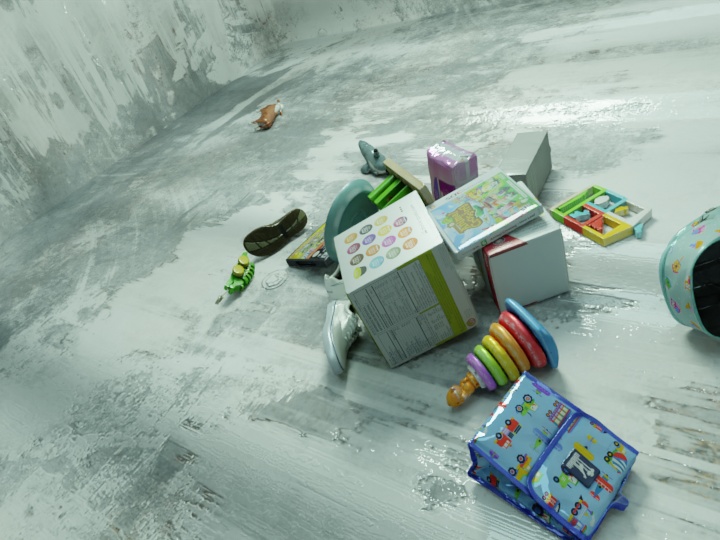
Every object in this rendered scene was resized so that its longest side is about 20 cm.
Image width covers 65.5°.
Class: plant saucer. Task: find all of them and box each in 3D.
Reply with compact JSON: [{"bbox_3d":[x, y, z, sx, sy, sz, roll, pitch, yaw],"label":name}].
[{"bbox_3d":[-0.012,-0.112,1.326,0.027,0.204,0.200,23,53,31],"label":"plant saucer"}]

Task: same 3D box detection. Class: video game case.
[{"bbox_3d":[-0.077,-0.079,1.437,0.178,0.026,0.200,2,40,50],"label":"video game case"},{"bbox_3d":[0.230,-0.117,1.086,0.178,0.022,0.202,-29,32,4],"label":"video game case"}]

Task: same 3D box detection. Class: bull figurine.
[{"bbox_3d":[-0.405,-0.670,2.425,0.118,0.066,0.202,-13,33,21],"label":"bull figurine"}]

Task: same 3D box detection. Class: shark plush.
[{"bbox_3d":[0.046,-0.329,1.683,0.089,0.085,0.201,-24,34,-3],"label":"shark plush"}]

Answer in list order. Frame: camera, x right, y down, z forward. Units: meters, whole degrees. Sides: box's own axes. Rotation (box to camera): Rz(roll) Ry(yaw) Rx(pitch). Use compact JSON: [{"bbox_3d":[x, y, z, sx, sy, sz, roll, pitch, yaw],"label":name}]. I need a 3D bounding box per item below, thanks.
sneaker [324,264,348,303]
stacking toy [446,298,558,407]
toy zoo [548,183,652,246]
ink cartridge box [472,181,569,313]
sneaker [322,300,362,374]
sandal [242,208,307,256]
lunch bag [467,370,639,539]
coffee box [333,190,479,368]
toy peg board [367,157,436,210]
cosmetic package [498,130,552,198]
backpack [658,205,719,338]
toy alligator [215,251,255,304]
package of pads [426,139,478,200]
[{"bbox_3d":[0.000,0.000,1.263,0.199,0.089,0.073,-40,36,-26],"label":"sneaker"},{"bbox_3d":[0.219,0.157,0.932,0.199,0.117,0.110,-40,40,0],"label":"stacking toy"},{"bbox_3d":[0.512,-0.116,1.181,0.129,0.021,0.200,-29,34,-8],"label":"toy zoo"},{"bbox_3d":[0.299,-0.049,1.103,0.141,0.147,0.202,-20,33,5],"label":"ink cartridge box"},{"bbox_3d":[-0.034,0.121,1.130,0.069,0.074,0.203,-18,34,11],"label":"sneaker"},{"bbox_3d":[-0.237,-0.107,1.557,0.198,0.083,0.054,-38,20,-19],"label":"sandal"},{"bbox_3d":[0.267,0.265,0.769,0.197,0.096,0.150,29,57,35],"label":"lunch bag"},{"bbox_3d":[0.082,0.016,1.073,0.194,0.203,0.202,-27,33,7],"label":"coffee box"},{"bbox_3d":[0.115,-0.126,1.285,0.097,0.200,0.201,-39,35,1],"label":"toy peg board"},{"bbox_3d":[0.392,-0.238,1.340,0.088,0.109,0.201,2,39,32],"label":"cosmetic package"},{"bbox_3d":[0.562,0.000,0.862,0.196,0.180,0.153,-28,17,-8],"label":"backpack"},{"bbox_3d":[-0.312,0.027,1.441,0.053,0.060,0.203,23,41,-6],"label":"toy alligator"},{"bbox_3d":[0.217,-0.183,1.282,0.074,0.205,0.121,-25,36,-15],"label":"package of pads"}]
